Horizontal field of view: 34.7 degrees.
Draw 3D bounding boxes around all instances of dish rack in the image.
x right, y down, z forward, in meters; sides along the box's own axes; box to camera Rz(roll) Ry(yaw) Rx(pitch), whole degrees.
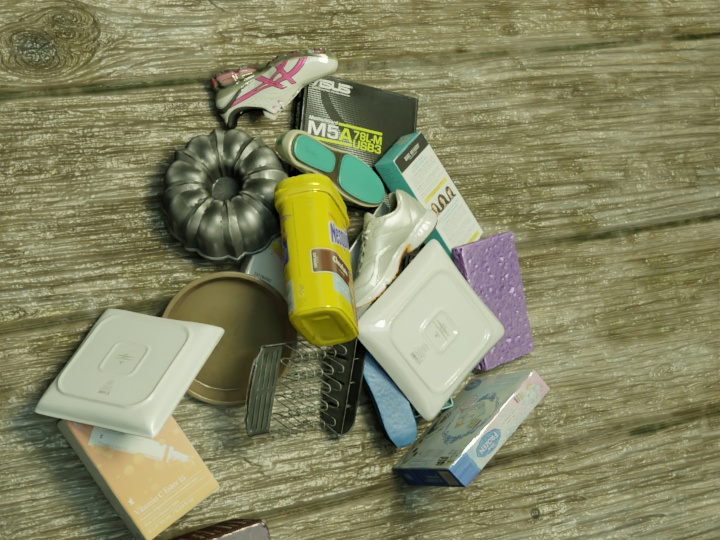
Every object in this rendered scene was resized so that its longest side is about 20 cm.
[{"bbox_3d":[-0.081,0.168,1.653,0.199,0.054,0.155,-4,106,-49],"label":"dish rack"}]

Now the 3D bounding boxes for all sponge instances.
[{"bbox_3d":[0.211,0.047,1.822,0.111,0.030,0.202,-18,101,-34],"label":"sponge"}]

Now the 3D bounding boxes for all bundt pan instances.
[{"bbox_3d":[-0.197,-0.119,1.674,0.200,0.076,0.204,-1,71,1],"label":"bundt pan"}]

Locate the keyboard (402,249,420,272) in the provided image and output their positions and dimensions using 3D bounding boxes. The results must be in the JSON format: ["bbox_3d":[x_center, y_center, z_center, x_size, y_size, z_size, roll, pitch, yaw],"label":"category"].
[{"bbox_3d":[0.160,0.033,1.837,0.198,0.040,0.105,15,74,-17],"label":"keyboard"}]

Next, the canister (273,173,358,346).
[{"bbox_3d":[-0.059,-0.011,1.607,0.086,0.149,0.202,-12,65,10],"label":"canister"}]

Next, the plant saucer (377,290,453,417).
[{"bbox_3d":[0.084,0.123,1.792,0.069,0.019,0.202,-16,88,-5],"label":"plant saucer"}]

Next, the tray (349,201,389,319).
[{"bbox_3d":[0.000,0.000,1.772,0.201,0.022,0.108,-57,136,-21],"label":"tray"}]

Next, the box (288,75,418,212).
[{"bbox_3d":[-0.010,-0.197,1.809,0.199,0.047,0.195,11,78,-22],"label":"box"}]

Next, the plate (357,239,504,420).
[{"bbox_3d":[0.113,0.090,1.726,0.200,0.032,0.200,-47,111,-21],"label":"plate"}]

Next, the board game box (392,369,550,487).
[{"bbox_3d":[0.161,0.236,1.711,0.043,0.200,0.199,47,69,-9],"label":"board game box"}]

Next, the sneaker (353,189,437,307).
[{"bbox_3d":[0.022,-0.034,1.729,0.092,0.076,0.200,42,79,-15],"label":"sneaker"}]

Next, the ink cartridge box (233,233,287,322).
[{"bbox_3d":[-0.107,-0.020,1.730,0.116,0.067,0.201,26,72,-14],"label":"ink cartridge box"}]

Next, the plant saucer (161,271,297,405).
[{"bbox_3d":[-0.190,0.096,1.657,0.198,0.029,0.202,-2,105,-8],"label":"plant saucer"}]

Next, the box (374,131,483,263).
[{"bbox_3d":[0.108,-0.110,1.804,0.082,0.049,0.201,-48,114,-34],"label":"box"}]

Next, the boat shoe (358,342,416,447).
[{"bbox_3d":[0.030,0.169,1.749,0.083,0.069,0.202,-7,87,-11],"label":"boat shoe"}]

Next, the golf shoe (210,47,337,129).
[{"bbox_3d":[-0.124,-0.276,1.746,0.198,0.073,0.093,-16,88,10],"label":"golf shoe"}]

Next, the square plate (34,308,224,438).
[{"bbox_3d":[-0.312,0.127,1.547,0.199,0.198,0.029,-60,147,-40],"label":"square plate"}]

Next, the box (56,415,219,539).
[{"bbox_3d":[-0.306,0.254,1.586,0.124,0.097,0.201,-36,93,-23],"label":"box"}]

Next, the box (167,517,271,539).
[{"bbox_3d":[-0.216,0.441,1.548,0.199,0.164,0.167,-15,85,-22],"label":"box"}]

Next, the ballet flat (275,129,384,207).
[{"bbox_3d":[-0.049,-0.152,1.720,0.199,0.069,0.070,31,69,-37],"label":"ballet flat"}]
